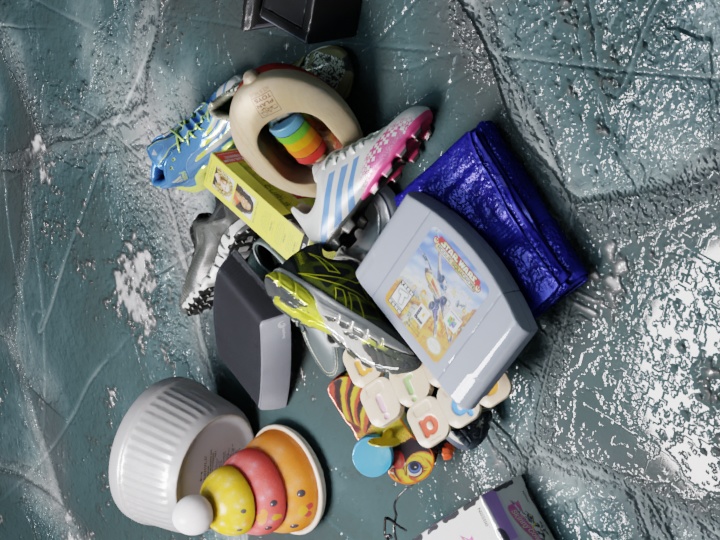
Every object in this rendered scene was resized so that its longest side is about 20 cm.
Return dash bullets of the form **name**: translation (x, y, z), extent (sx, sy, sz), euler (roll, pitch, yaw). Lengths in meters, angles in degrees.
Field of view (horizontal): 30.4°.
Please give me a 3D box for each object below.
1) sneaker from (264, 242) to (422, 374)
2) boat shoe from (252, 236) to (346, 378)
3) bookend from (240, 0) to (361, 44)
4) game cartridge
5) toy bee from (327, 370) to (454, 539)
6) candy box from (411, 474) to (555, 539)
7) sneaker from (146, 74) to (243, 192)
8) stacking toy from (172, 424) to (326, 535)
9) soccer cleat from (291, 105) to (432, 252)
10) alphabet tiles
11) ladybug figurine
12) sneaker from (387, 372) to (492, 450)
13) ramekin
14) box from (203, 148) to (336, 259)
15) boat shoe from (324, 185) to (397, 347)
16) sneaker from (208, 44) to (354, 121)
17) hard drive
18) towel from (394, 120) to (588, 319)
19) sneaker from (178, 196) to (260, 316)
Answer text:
- **sneaker**: translation (-0.008, 0.034, 1.419), extent (0.198, 0.085, 0.075), euler (31, 155, 18)
- **boat shoe**: translation (-0.073, 0.043, 1.614), extent (0.073, 0.061, 0.202), euler (-31, 79, 46)
- **bookend**: translation (-0.024, -0.323, 1.423), extent (0.198, 0.091, 0.203), euler (36, 127, 35)
- **game cartridge**: translation (0.086, 0.022, 1.341), extent (0.201, 0.041, 0.134), euler (51, 127, 27)
- **toy bee**: translation (0.047, 0.195, 1.500), extent (0.107, 0.131, 0.202), euler (-22, 115, 12)
- **candy box**: translation (0.139, 0.346, 1.464), extent (0.200, 0.071, 0.169), euler (-44, 69, 46)
- **sneaker**: translation (-0.203, -0.162, 1.663), extent (0.076, 0.104, 0.201), euler (55, 136, 20)
- **stacking toy**: translation (-0.154, 0.290, 1.677), extent (0.145, 0.198, 0.149), euler (18, 116, 43)
- **soccer cleat**: translation (-0.004, -0.113, 1.444), extent (0.086, 0.070, 0.201), euler (43, 110, 14)
- **alphabet tiles**: translation (0.076, 0.077, 1.413), extent (0.199, 0.015, 0.197), euler (-35, 63, 16)
- **ladybug figurine**: translation (-0.071, -0.163, 1.482), extent (0.134, 0.200, 0.073), euler (-22, 48, 16)
- **sneaker**: translation (0.077, 0.119, 1.476), extent (0.201, 0.077, 0.087), euler (59, 149, 27)
- **ramekin**: translation (-0.227, 0.251, 1.756), extent (0.104, 0.199, 0.203), euler (14, 113, 34)
- **box**: translation (-0.102, -0.077, 1.602), extent (0.200, 0.075, 0.051), euler (41, 127, 34)
- **boat shoe**: translation (0.000, 0.000, 1.516), extent (0.073, 0.065, 0.203), euler (29, 121, 40)
- **sneaker**: translation (-0.095, -0.202, 1.530), extent (0.198, 0.088, 0.078), euler (-17, 92, 35)
- **hard drive**: translation (-0.138, 0.082, 1.670), extent (0.135, 0.042, 0.201), euler (48, 152, 28)
- **towel**: translation (0.125, -0.034, 1.351), extent (0.147, 0.049, 0.202), euler (-40, 68, 28)
- **sneaker**: translation (-0.191, -0.026, 1.727), extent (0.091, 0.066, 0.201), euler (56, 132, 23)
